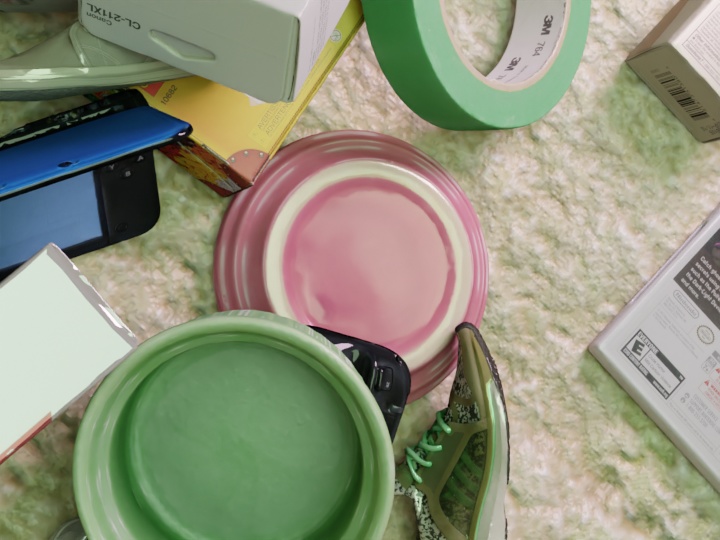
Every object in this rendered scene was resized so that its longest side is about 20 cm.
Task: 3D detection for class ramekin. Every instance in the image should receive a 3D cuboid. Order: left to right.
[{"bbox_3d":[-0.077,0.119,1.280,0.200,0.098,0.200,0,99,1],"label":"ramekin"}]

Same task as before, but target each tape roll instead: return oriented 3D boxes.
[{"bbox_3d":[0.083,-0.197,1.384,0.200,0.048,0.201,-1,91,-48],"label":"tape roll"}]

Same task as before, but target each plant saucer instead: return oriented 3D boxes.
[{"bbox_3d":[0.000,0.000,1.391,0.200,0.051,0.201,1,86,-18],"label":"plant saucer"}]

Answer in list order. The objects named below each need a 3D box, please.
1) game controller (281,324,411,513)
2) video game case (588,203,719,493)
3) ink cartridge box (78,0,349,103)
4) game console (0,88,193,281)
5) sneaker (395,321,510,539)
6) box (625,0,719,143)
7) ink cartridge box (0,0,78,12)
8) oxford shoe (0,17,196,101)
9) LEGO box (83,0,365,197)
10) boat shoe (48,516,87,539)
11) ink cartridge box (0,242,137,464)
[{"bbox_3d":[-0.039,0.138,1.352,0.104,0.042,0.200,18,98,-1],"label":"game controller"},{"bbox_3d":[0.294,0.065,1.494,0.200,0.023,0.182,47,75,-8],"label":"video game case"},{"bbox_3d":[-0.067,-0.218,1.237,0.146,0.083,0.200,21,55,7],"label":"ink cartridge box"},{"bbox_3d":[-0.207,-0.029,1.249,0.200,0.171,0.118,-19,48,-16],"label":"game console"},{"bbox_3d":[0.057,0.135,1.381,0.088,0.077,0.200,0,97,-1],"label":"sneaker"},{"bbox_3d":[0.302,-0.198,1.486,0.095,0.078,0.200,47,74,-9],"label":"box"},{"bbox_3d":[-0.254,-0.244,1.276,0.200,0.083,0.147,1,84,7],"label":"ink cartridge box"},{"bbox_3d":[-0.156,-0.141,1.259,0.200,0.075,0.058,-13,97,-22],"label":"oxford shoe"},{"bbox_3d":[-0.088,-0.174,1.361,0.149,0.077,0.200,37,77,-11],"label":"LEGO box"},{"bbox_3d":[-0.172,0.262,1.307,0.072,0.069,0.200,5,84,-17],"label":"boat shoe"},{"bbox_3d":[-0.229,0.069,1.236,0.147,0.200,0.083,-41,95,-16],"label":"ink cartridge box"}]
